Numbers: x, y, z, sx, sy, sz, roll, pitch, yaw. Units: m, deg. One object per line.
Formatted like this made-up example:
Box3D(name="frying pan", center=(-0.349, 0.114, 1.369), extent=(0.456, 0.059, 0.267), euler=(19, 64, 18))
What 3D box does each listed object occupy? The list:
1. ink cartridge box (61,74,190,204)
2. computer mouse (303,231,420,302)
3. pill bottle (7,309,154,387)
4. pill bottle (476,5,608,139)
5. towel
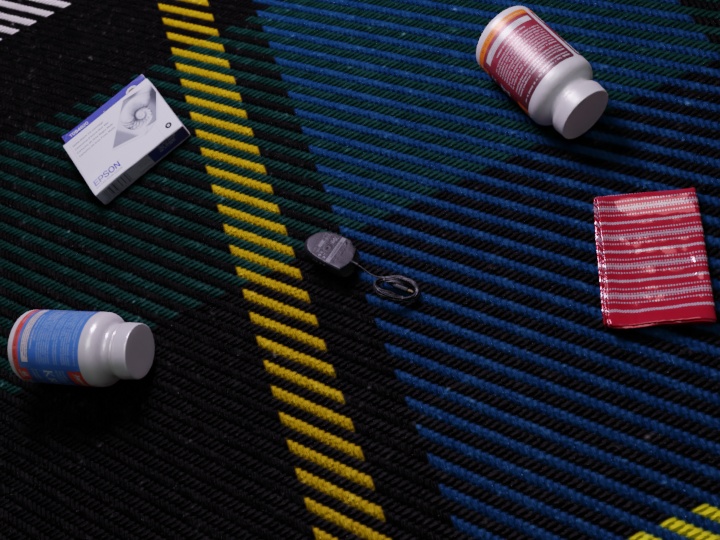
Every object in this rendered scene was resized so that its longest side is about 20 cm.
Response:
Box3D(name="ink cartridge box", center=(-0.432, -0.249, 1.361), extent=(0.199, 0.041, 0.200), euler=(-40, 62, -4))
Box3D(name="computer mouse", center=(0.000, 0.000, 1.134), extent=(0.198, 0.034, 0.059), euler=(29, 60, 20))
Box3D(name="pill bottle", center=(-0.419, 0.118, 1.151), extent=(0.196, 0.113, 0.115), euler=(1, 66, 17))
Box3D(name="pill bottle", center=(0.272, -0.294, 1.136), extent=(0.112, 0.113, 0.201), euler=(-35, 61, -2))
Box3D(name="towel", center=(0.395, -0.018, 1.028), extent=(0.141, 0.023, 0.204), euler=(-4, 65, 14))
